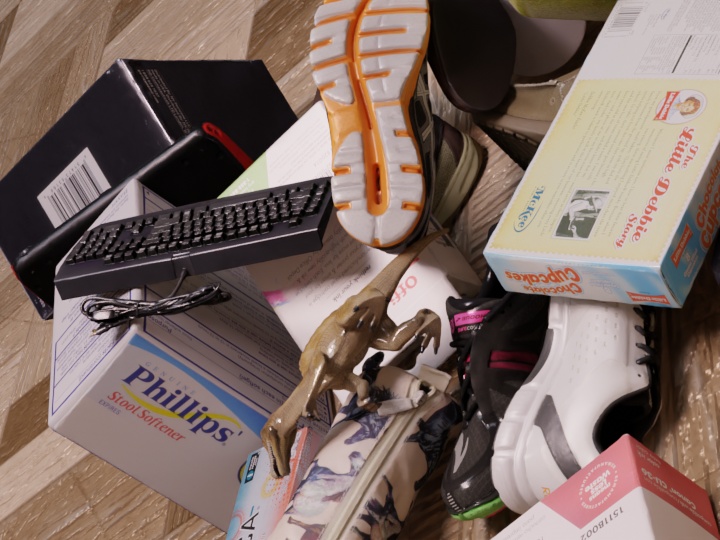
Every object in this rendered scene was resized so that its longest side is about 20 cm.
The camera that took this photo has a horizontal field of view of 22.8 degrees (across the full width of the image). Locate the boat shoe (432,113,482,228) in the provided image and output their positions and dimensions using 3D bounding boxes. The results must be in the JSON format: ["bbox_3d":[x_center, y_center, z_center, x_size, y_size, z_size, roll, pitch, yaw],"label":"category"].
[{"bbox_3d":[0.014,-0.022,1.280,0.202,0.066,0.072,-60,26,-10],"label":"boat shoe"}]

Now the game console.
[{"bbox_3d":[-0.142,-0.009,1.379,0.199,0.177,0.031,-34,37,14],"label":"game console"}]

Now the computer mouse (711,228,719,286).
[{"bbox_3d":[0.259,-0.071,0.947,0.140,0.046,0.201,-39,19,45],"label":"computer mouse"}]

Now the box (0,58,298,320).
[{"bbox_3d":[-0.169,-0.070,1.481,0.200,0.124,0.198,-40,-14,29],"label":"box"}]

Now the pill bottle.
[{"bbox_3d":[0.102,-0.214,1.311,0.104,0.104,0.200,-48,27,14],"label":"pill bottle"}]

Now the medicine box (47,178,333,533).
[{"bbox_3d":[-0.121,0.063,1.280,0.103,0.181,0.201,-44,28,21],"label":"medicine box"}]

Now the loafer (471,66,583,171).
[{"bbox_3d":[0.145,-0.094,1.143,0.068,0.076,0.199,-54,31,-9],"label":"loafer"}]

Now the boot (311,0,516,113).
[{"bbox_3d":[0.027,-0.130,1.253,0.200,0.064,0.188,-49,35,44],"label":"boot"}]

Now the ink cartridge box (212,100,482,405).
[{"bbox_3d":[0.000,0.000,1.208,0.117,0.067,0.201,-41,67,15],"label":"ink cartridge box"}]

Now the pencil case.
[{"bbox_3d":[-0.009,0.147,1.069,0.201,0.077,0.090,-58,-15,-31],"label":"pencil case"}]

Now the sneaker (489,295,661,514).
[{"bbox_3d":[0.143,0.046,1.000,0.079,0.074,0.202,0,63,42],"label":"sneaker"}]

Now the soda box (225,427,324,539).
[{"bbox_3d":[-0.052,0.205,1.134,0.068,0.063,0.202,-28,36,43],"label":"soda box"}]

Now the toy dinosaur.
[{"bbox_3d":[0.001,0.032,1.069,0.201,0.058,0.101,-53,21,-18],"label":"toy dinosaur"}]

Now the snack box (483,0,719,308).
[{"bbox_3d":[0.161,-0.072,1.003,0.115,0.037,0.201,5,54,41],"label":"snack box"}]

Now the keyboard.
[{"bbox_3d":[-0.114,-0.011,1.172,0.198,0.021,0.128,-12,36,22],"label":"keyboard"}]

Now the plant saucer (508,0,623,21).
[{"bbox_3d":[0.151,-0.209,1.160,0.200,0.197,0.048,-118,33,-57],"label":"plant saucer"}]

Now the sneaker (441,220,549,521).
[{"bbox_3d":[0.077,0.057,1.063,0.076,0.083,0.202,-25,39,46],"label":"sneaker"}]

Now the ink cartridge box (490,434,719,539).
[{"bbox_3d":[0.122,0.191,0.849,0.116,0.067,0.201,-43,29,24],"label":"ink cartridge box"}]

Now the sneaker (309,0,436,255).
[{"bbox_3d":[0.013,-0.103,1.146,0.077,0.077,0.202,-3,72,15],"label":"sneaker"}]
